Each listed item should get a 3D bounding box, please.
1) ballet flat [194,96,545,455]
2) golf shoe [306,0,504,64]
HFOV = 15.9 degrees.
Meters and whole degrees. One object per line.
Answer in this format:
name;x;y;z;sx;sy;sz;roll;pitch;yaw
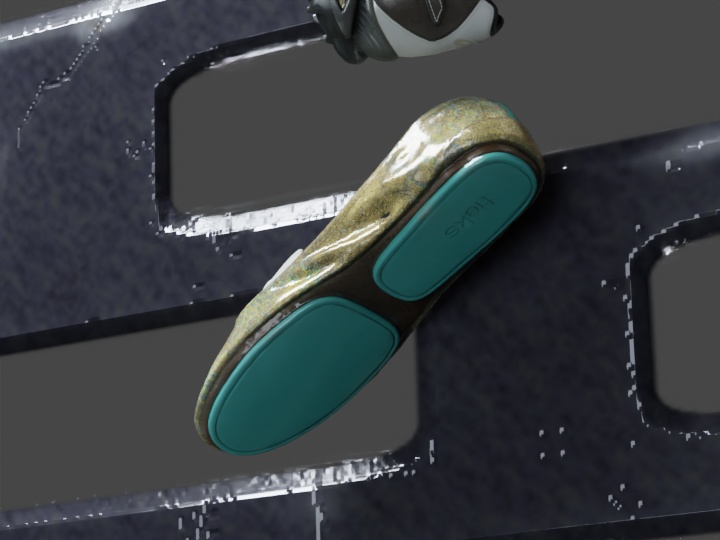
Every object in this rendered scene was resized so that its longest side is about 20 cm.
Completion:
ballet flat;0.000;0.000;1.130;0.200;0.071;0.071;-45;59;17
golf shoe;0.035;-0.189;1.149;0.094;0.078;0.200;4;83;16
